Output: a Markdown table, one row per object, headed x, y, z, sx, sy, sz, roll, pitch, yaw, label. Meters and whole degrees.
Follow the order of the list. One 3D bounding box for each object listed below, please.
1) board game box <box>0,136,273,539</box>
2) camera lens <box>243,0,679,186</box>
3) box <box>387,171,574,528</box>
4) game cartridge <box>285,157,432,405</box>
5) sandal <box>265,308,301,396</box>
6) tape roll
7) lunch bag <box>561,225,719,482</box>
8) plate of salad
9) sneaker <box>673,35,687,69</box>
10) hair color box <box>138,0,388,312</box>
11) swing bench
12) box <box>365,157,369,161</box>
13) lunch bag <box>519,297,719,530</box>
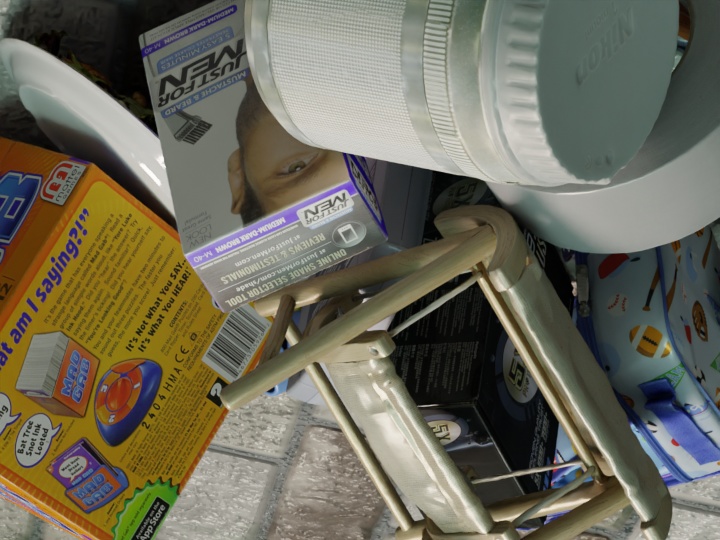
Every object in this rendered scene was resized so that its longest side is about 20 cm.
| x | y | z | sx | sy | sz | roll | pitch | yaw | label |
| --- | --- | --- | --- | --- | --- | --- | --- | --- | --- |
| -0.219 | 0.047 | 1.548 | 0.199 | 0.201 | 0.200 | 17 | 162 | 50 | board game box |
| 0.049 | -0.134 | 1.213 | 0.199 | 0.161 | 0.160 | 13 | 153 | 36 | camera lens |
| 0.077 | 0.051 | 1.545 | 0.086 | 0.201 | 0.164 | -4 | 143 | 22 | box |
| 0.000 | 0.000 | 1.479 | 0.041 | 0.134 | 0.200 | 20 | 144 | -8 | game cartridge |
| -0.058 | 0.059 | 1.692 | 0.198 | 0.088 | 0.080 | 11 | 144 | -7 | sandal |
| 0.150 | -0.110 | 1.291 | 0.199 | 0.201 | 0.066 | -9 | 144 | 24 | tape roll |
| 0.192 | 0.038 | 1.437 | 0.075 | 0.161 | 0.200 | -16 | 144 | 23 | lunch bag |
| -0.155 | -0.089 | 1.486 | 0.200 | 0.048 | 0.200 | 38 | 167 | 11 | plate of salad |
| 0.172 | -0.129 | 1.384 | 0.198 | 0.078 | 0.087 | -3 | 141 | 0 | sneaker |
| -0.061 | -0.082 | 1.359 | 0.109 | 0.201 | 0.065 | -24 | 138 | 8 | hair color box |
| 0.057 | 0.084 | 1.348 | 0.199 | 0.130 | 0.200 | -24 | 111 | 19 | swing bench |
| -0.046 | -0.070 | 1.540 | 0.136 | 0.039 | 0.201 | 5 | 146 | 4 | box |
| 0.165 | 0.093 | 1.628 | 0.094 | 0.151 | 0.200 | 29 | 141 | -28 | lunch bag |
